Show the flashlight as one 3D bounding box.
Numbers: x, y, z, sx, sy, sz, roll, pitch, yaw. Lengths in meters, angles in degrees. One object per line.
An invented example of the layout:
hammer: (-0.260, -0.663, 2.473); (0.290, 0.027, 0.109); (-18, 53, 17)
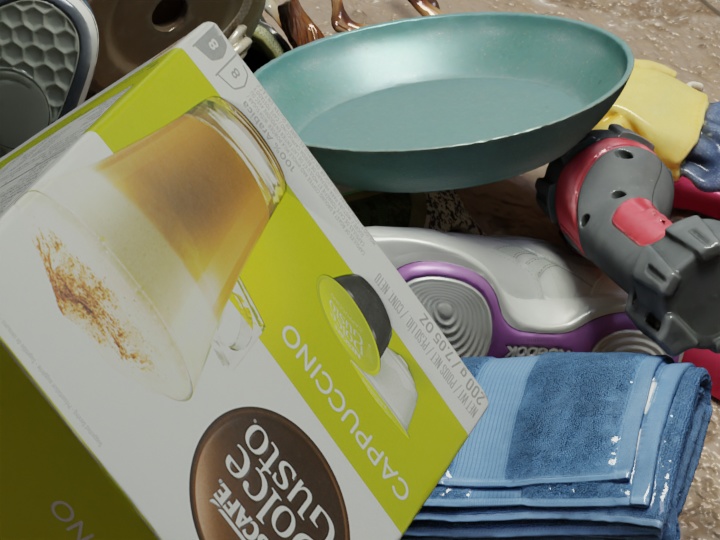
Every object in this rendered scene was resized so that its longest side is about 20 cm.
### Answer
flashlight: (0.141, -0.019, 1.265); (0.068, 0.068, 0.200); (-4, 15, -12)

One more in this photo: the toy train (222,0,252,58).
toy train: (-0.077, -0.023, 1.232); (0.084, 0.200, 0.116); (3, 44, -41)

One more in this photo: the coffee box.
coffee box: (-0.109, 0.063, 1.048); (0.200, 0.200, 0.198); (53, 40, -12)

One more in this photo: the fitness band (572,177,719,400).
fitness band: (0.203, 0.007, 1.419); (0.143, 0.037, 0.200); (-22, 50, -34)

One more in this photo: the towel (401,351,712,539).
towel: (0.052, 0.080, 1.188); (0.199, 0.049, 0.112); (-4, 40, 23)

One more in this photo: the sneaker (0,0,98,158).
sneaker: (-0.164, -0.084, 1.279); (0.077, 0.202, 0.146); (38, 36, -2)

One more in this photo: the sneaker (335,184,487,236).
sneaker: (0.000, 0.000, 1.337); (0.089, 0.077, 0.200); (44, 49, 9)

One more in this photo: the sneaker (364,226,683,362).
sneaker: (0.059, 0.018, 1.322); (0.200, 0.075, 0.100); (15, 18, -26)

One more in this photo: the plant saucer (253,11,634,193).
plant saucer: (0.039, -0.082, 1.337); (0.199, 0.036, 0.200); (-6, 23, 3)

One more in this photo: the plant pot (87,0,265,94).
plant pot: (-0.136, -0.176, 1.393); (0.200, 0.201, 0.175); (-12, 43, -30)

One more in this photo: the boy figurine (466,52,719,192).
boy figurine: (0.149, -0.069, 1.418); (0.199, 0.065, 0.124); (10, 36, 4)

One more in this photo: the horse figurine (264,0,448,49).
horse figurine: (0.024, -0.124, 1.490); (0.200, 0.050, 0.133); (-17, 69, -51)

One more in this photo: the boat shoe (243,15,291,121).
boat shoe: (-0.063, -0.106, 1.441); (0.072, 0.066, 0.201); (3, 39, -14)
